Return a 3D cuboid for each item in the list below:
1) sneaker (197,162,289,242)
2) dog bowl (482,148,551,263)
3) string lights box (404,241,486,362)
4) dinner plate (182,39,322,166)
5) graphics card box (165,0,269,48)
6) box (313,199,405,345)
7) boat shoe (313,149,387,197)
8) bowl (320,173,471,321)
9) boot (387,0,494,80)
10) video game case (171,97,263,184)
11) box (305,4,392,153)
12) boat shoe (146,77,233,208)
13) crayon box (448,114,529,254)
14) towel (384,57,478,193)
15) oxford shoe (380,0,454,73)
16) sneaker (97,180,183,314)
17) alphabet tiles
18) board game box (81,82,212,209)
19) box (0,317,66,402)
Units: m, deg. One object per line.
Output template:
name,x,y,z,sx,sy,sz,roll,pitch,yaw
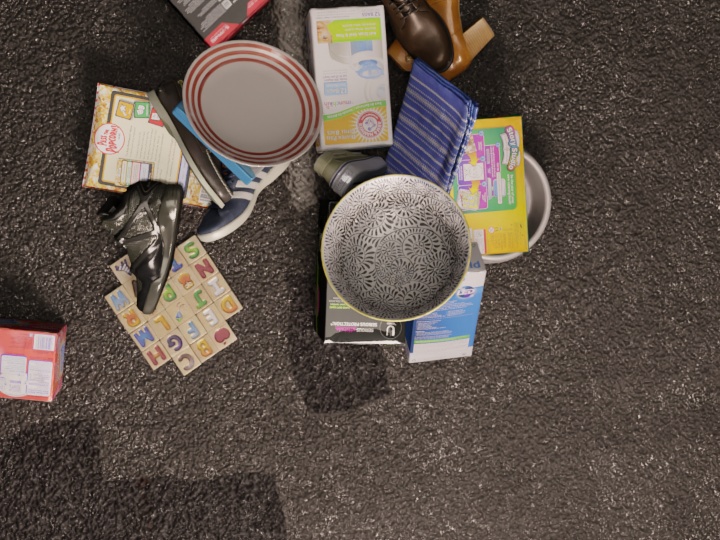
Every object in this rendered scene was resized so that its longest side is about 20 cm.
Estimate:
sneaker,-0.184,-0.132,1.538,0.201,0.074,0.085,-56,129,-30
dog bowl,0.201,-0.106,1.633,0.197,0.059,0.203,-1,96,-8
string lights box,0.121,0.051,1.576,0.101,0.059,0.201,-6,140,-7
dinner plate,-0.149,-0.228,1.474,0.197,0.024,0.203,9,63,-17
graphics card box,-0.236,-0.432,1.548,0.125,0.051,0.200,-43,100,-1
box,0.000,0.000,1.570,0.122,0.149,0.203,2,94,-9
boat shoe,-0.011,-0.146,1.537,0.062,0.200,0.072,41,101,8
bowl,0.051,-0.019,1.440,0.198,0.094,0.204,-2,75,6
boot,0.091,-0.376,1.588,0.144,0.071,0.202,-38,97,1
video game case,-0.166,-0.223,1.521,0.143,0.201,0.018,44,131,-9
box,-0.017,-0.278,1.565,0.111,0.101,0.203,-4,96,-6
boat shoe,-0.227,-0.182,1.492,0.060,0.072,0.202,-31,76,-6
crayon box,0.180,-0.124,1.569,0.117,0.058,0.203,-5,96,-7
towel,0.094,-0.186,1.539,0.024,0.145,0.202,-11,131,-37
oxford shoe,0.065,-0.371,1.527,0.072,0.084,0.201,-33,88,15
sneaker,-0.324,-0.037,1.546,0.113,0.076,0.202,11,114,-3
alphabet tiles,-0.281,0.049,1.611,0.165,0.006,0.201,-34,99,-4
board game box,-0.296,-0.181,1.566,0.197,0.046,0.154,10,94,-9
box,-0.533,0.123,1.540,0.197,0.095,0.104,5,95,-8
